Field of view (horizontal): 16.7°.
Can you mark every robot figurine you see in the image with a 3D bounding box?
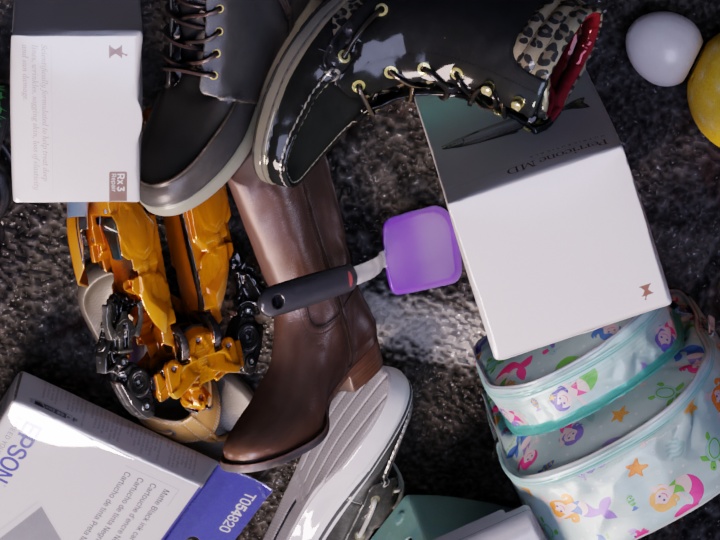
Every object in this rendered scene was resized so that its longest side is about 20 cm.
[{"bbox_3d":[-0.131,-0.003,1.616,0.145,0.058,0.201,-21,108,-41],"label":"robot figurine"}]

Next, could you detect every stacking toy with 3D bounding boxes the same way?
[{"bbox_3d":[0.268,-0.118,1.622,0.200,0.146,0.146,28,110,4],"label":"stacking toy"}]

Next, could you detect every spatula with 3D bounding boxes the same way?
[{"bbox_3d":[0.000,0.000,1.621,0.021,0.200,0.057,1,103,38],"label":"spatula"}]

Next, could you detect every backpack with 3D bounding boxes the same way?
[{"bbox_3d":[0.170,0.094,1.648,0.177,0.200,0.151,-29,114,9],"label":"backpack"}]

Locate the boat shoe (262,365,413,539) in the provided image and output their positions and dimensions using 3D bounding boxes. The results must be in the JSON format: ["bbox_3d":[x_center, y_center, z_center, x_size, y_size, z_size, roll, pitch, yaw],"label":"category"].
[{"bbox_3d":[-0.004,0.151,1.737,0.071,0.072,0.200,18,122,-22],"label":"boat shoe"}]

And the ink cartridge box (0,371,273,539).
[{"bbox_3d":[-0.193,0.185,1.718,0.200,0.041,0.200,25,124,-15],"label":"ink cartridge box"}]

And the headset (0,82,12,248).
[{"bbox_3d":[-0.275,-0.039,1.596,0.094,0.124,0.200,15,132,-10],"label":"headset"}]

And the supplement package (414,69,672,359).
[{"bbox_3d":[0.113,-0.049,1.577,0.117,0.200,0.118,-18,115,2],"label":"supplement package"}]

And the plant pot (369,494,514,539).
[{"bbox_3d":[0.094,0.250,1.728,0.200,0.141,0.141,29,109,-25],"label":"plant pot"}]

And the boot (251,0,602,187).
[{"bbox_3d":[0.040,-0.116,1.514,0.154,0.074,0.204,29,78,21],"label":"boot"}]

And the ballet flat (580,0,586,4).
[{"bbox_3d":[0.050,-0.168,1.596,0.199,0.067,0.063,-11,86,-2],"label":"ballet flat"}]

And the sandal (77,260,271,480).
[{"bbox_3d":[-0.128,0.076,1.692,0.082,0.055,0.200,-26,114,7],"label":"sandal"}]

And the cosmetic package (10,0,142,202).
[{"bbox_3d":[-0.175,-0.130,1.515,0.081,0.200,0.113,0,114,-6],"label":"cosmetic package"}]

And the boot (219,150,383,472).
[{"bbox_3d":[-0.060,0.009,1.604,0.064,0.186,0.200,-1,116,28],"label":"boot"}]

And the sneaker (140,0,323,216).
[{"bbox_3d":[-0.104,-0.140,1.534,0.106,0.075,0.200,47,64,-49],"label":"sneaker"}]

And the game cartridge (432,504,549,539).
[{"bbox_3d":[0.093,0.259,1.635,0.133,0.042,0.200,-27,117,5],"label":"game cartridge"}]
